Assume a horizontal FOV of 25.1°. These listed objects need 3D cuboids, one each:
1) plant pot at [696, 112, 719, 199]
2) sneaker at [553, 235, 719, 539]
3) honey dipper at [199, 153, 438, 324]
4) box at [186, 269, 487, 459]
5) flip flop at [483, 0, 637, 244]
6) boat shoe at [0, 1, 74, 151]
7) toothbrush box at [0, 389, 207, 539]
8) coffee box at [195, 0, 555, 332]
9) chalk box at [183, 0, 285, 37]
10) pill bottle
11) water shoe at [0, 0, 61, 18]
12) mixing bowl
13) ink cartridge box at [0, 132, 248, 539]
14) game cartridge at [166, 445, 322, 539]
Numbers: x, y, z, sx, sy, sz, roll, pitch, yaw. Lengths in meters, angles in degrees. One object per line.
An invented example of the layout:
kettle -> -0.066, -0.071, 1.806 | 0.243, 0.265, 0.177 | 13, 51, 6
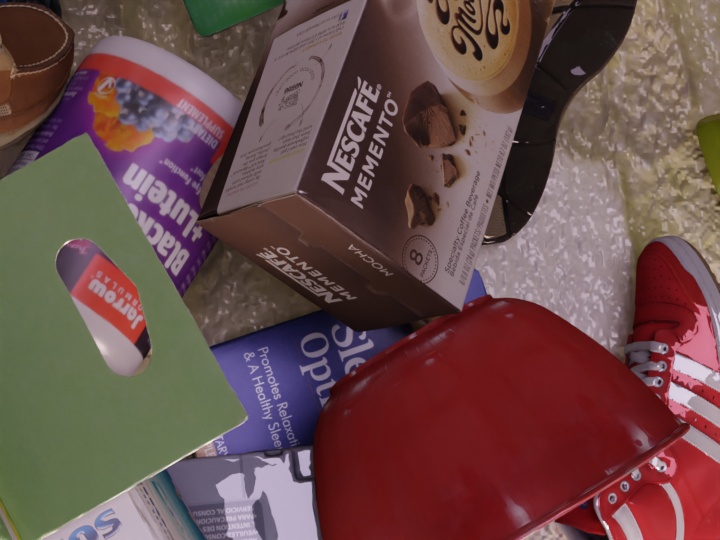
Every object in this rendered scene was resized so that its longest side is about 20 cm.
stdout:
plant pot -> 0.341, -0.033, 0.935 | 0.199, 0.199, 0.183 | -16, 92, -18
sneaker -> 0.157, 0.083, 0.925 | 0.112, 0.071, 0.201 | -7, 85, -19
honey dipper -> 0.000, 0.000, 0.853 | 0.200, 0.038, 0.038 | 34, 72, -35
box -> 0.000, 0.078, 0.904 | 0.199, 0.032, 0.122 | -18, 86, -18
flip flop -> 0.097, -0.111, 0.953 | 0.081, 0.058, 0.201 | 22, 91, -16
boat shoe -> -0.198, -0.096, 0.751 | 0.076, 0.074, 0.200 | 36, 32, 11
toothbrush box -> -0.152, 0.133, 0.722 | 0.146, 0.200, 0.086 | -32, 84, -5
coffee box -> 0.014, -0.086, 0.797 | 0.113, 0.080, 0.201 | 36, 60, -31
chalk box -> -0.093, -0.229, 0.858 | 0.124, 0.124, 0.201 | -19, 83, 25
pill bottle -> -0.141, -0.011, 0.838 | 0.111, 0.111, 0.201 | 32, 74, -8
water shoe -> -0.200, -0.139, 0.864 | 0.079, 0.071, 0.201 | 20, 77, -13
mixing bowl -> 0.051, 0.083, 0.807 | 0.199, 0.200, 0.109 | -29, 82, -18
ink cartridge box -> -0.165, 0.045, 0.617 | 0.199, 0.048, 0.146 | -31, 74, -3
game cartridge -> -0.114, 0.166, 0.836 | 0.199, 0.040, 0.134 | -5, 79, -2
